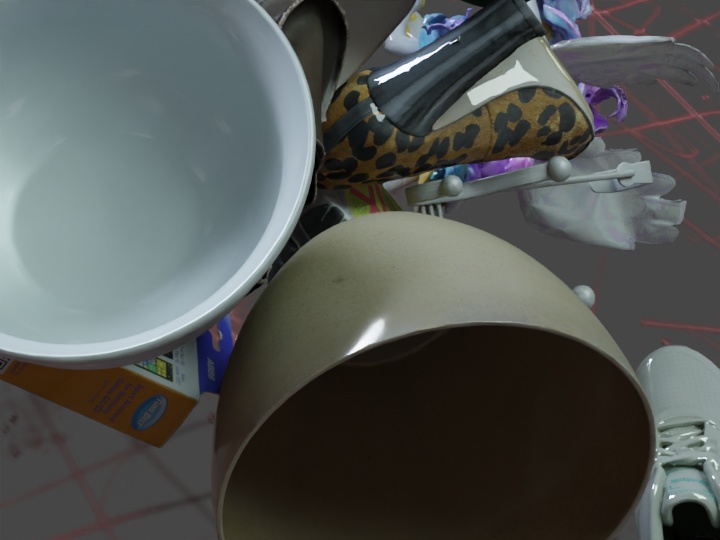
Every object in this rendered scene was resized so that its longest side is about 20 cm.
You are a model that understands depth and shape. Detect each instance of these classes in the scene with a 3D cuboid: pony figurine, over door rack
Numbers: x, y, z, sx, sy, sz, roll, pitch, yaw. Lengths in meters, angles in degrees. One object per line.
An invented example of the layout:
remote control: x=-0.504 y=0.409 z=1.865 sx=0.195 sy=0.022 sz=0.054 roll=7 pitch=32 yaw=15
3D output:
pony figurine: x=0.097 y=-0.102 z=1.720 sx=0.192 sy=0.167 sz=0.201 roll=-1 pitch=45 yaw=-5
over door rack: x=0.111 y=0.016 z=1.574 sx=0.200 sy=0.066 sz=0.148 roll=-6 pitch=87 yaw=-51

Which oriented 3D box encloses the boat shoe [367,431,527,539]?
boat shoe: x=0.075 y=0.137 z=1.437 sx=0.200 sy=0.066 sz=0.070 roll=49 pitch=32 yaw=14

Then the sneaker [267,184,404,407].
sneaker: x=0.000 y=0.000 z=1.523 sx=0.090 sy=0.078 sz=0.200 roll=22 pitch=35 yaw=-32

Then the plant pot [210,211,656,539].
plant pot: x=0.020 y=0.052 z=1.360 sx=0.200 sy=0.200 sz=0.135 roll=20 pitch=33 yaw=-31

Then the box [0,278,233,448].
box: x=-0.149 y=0.005 z=1.388 sx=0.200 sy=0.041 sz=0.119 roll=28 pitch=33 yaw=-25

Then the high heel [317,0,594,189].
high heel: x=0.044 y=-0.070 z=1.548 sx=0.072 sy=0.142 sz=0.200 roll=57 pitch=4 yaw=21

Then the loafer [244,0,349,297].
loafer: x=-0.041 y=-0.056 z=1.416 sx=0.073 sy=0.071 sz=0.201 roll=56 pitch=44 yaw=-43

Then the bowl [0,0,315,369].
bowl: x=-0.116 y=-0.035 z=1.310 sx=0.200 sy=0.090 sz=0.202 roll=-1 pitch=65 yaw=3

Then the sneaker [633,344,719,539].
sneaker: x=0.168 y=0.111 z=1.479 sx=0.080 sy=0.070 sz=0.201 roll=69 pitch=13 yaw=-49

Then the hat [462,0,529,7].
hat: x=0.059 y=-0.150 z=1.566 sx=0.199 sy=0.176 sz=0.166 roll=-22 pitch=53 yaw=-29

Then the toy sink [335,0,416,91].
toy sink: x=-0.091 y=-0.161 z=1.536 sx=0.200 sy=0.130 sz=0.112 roll=44 pitch=-12 yaw=-9

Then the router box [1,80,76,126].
router box: x=-0.185 y=-0.180 z=1.388 sx=0.199 sy=0.049 sz=0.180 roll=25 pitch=78 yaw=-15
